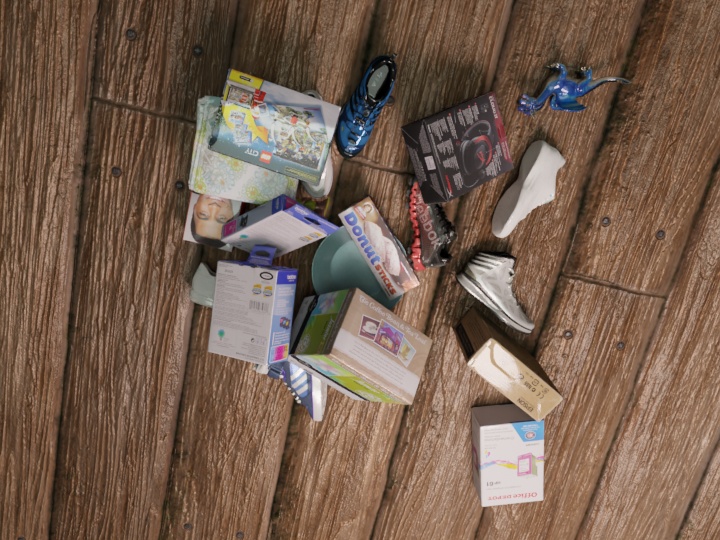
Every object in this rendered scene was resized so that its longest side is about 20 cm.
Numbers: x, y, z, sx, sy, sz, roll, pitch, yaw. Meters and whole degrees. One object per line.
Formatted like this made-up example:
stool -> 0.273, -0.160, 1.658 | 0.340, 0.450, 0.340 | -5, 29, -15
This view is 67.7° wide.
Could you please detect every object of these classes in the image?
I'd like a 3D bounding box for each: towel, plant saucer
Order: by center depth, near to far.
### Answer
towel -> -0.203, -0.210, 0.961 | 0.196, 0.048, 0.174 | 10, 97, -4
plant saucer -> 0.000, 0.000, 1.093 | 0.197, 0.039, 0.205 | 0, 105, -2

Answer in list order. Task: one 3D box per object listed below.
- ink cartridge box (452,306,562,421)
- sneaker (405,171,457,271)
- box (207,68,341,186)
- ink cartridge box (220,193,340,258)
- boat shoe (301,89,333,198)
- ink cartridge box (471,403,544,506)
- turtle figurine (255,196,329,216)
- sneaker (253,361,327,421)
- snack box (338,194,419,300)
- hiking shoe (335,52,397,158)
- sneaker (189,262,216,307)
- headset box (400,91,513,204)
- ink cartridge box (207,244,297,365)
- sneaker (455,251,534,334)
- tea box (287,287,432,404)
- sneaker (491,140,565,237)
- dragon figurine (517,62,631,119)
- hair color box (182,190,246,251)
ink cartridge box -> 0.292, 0.185, 1.087 | 0.199, 0.165, 0.075 | 39, 102, -10
sneaker -> 0.141, -0.097, 1.045 | 0.096, 0.071, 0.204 | 3, 108, 26
box -> -0.145, -0.242, 0.917 | 0.197, 0.038, 0.139 | 18, 96, -6
ink cartridge box -> -0.146, -0.078, 0.977 | 0.198, 0.043, 0.119 | -17, 151, 36
boat shoe -> -0.087, -0.235, 1.013 | 0.071, 0.066, 0.204 | 1, 105, -3
ink cartridge box -> 0.325, 0.407, 1.187 | 0.142, 0.085, 0.203 | -5, 106, -1
turtle figurine -> -0.143, -0.130, 1.023 | 0.159, 0.065, 0.203 | 15, 114, -1
sneaker -> -0.150, 0.222, 1.129 | 0.144, 0.081, 0.203 | -2, 108, 7
snack box -> 0.038, -0.043, 1.046 | 0.071, 0.024, 0.202 | -28, 103, 13
hiking shoe -> 0.006, -0.304, 0.989 | 0.073, 0.087, 0.202 | 22, 103, -8
sneaker -> -0.238, 0.041, 1.070 | 0.197, 0.075, 0.090 | 16, 100, -4
headset box -> 0.189, -0.229, 0.989 | 0.198, 0.075, 0.151 | -29, 107, -26
ink cartridge box -> -0.193, 0.057, 0.976 | 0.134, 0.076, 0.204 | 8, 95, 23
sneaker -> 0.303, 0.037, 1.095 | 0.200, 0.076, 0.116 | 38, 102, -8
tea box -> -0.010, 0.146, 1.011 | 0.199, 0.196, 0.135 | 35, 63, -25
sneaker -> 0.337, -0.146, 1.056 | 0.088, 0.075, 0.202 | 24, 101, -20
dragon figurine -> 0.394, -0.330, 1.012 | 0.196, 0.059, 0.101 | 7, 104, -3
hair color box -> -0.269, -0.149, 1.031 | 0.100, 0.061, 0.203 | 13, 104, -6
